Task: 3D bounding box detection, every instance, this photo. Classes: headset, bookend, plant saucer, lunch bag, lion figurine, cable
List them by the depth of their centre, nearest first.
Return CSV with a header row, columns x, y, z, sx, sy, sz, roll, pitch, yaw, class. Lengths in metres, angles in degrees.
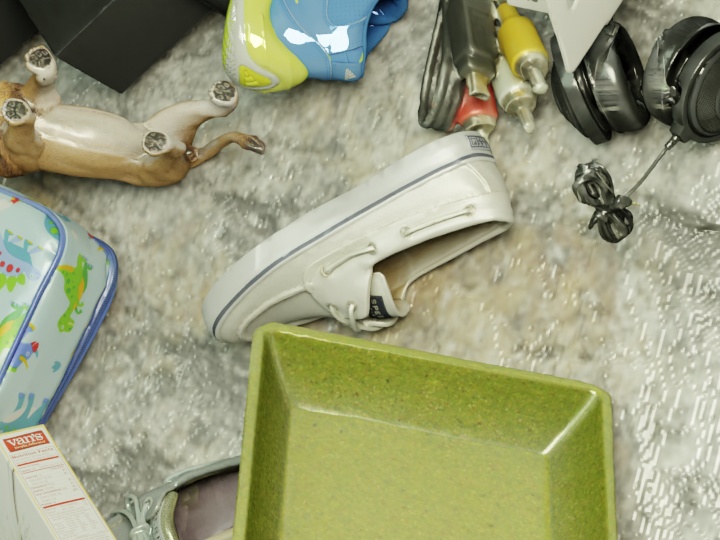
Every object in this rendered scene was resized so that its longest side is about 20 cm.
x,y,z,sx,sy,sz,roll,pitch,yaw,class
0.031,0.125,1.409,0.200,0.048,0.200,11,40,-6,plant saucer
0.154,-0.109,1.475,0.123,0.094,0.200,1,63,29,headset
0.069,-0.155,1.580,0.097,0.050,0.200,-46,36,44,cable
-0.160,-0.080,1.628,0.200,0.123,0.073,17,68,-4,lion figurine
-0.259,0.018,1.666,0.200,0.082,0.161,22,84,32,lunch bag
-0.201,-0.175,1.694,0.199,0.092,0.200,-42,60,12,bookend

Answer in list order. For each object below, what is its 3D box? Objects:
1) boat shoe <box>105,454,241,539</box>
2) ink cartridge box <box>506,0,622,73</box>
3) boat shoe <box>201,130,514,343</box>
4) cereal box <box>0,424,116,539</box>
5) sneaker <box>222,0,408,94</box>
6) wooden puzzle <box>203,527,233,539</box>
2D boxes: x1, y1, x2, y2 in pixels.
x,y,z,sx,sy,sz,roll,pitch,yaw,class
-0.081,0.140,1.537,0.202,0.065,0.075,-18,65,23,boat shoe
0.122,-0.218,1.476,0.068,0.115,0.200,16,57,31,ink cartridge box
0.000,0.000,1.540,0.200,0.071,0.070,-31,70,16,boat shoe
-0.160,0.203,1.513,0.200,0.039,0.144,51,141,39,cereal box
-0.020,-0.189,1.624,0.105,0.076,0.200,8,64,0,sneaker
-0.035,0.232,1.463,0.185,0.046,0.200,-25,78,19,wooden puzzle
